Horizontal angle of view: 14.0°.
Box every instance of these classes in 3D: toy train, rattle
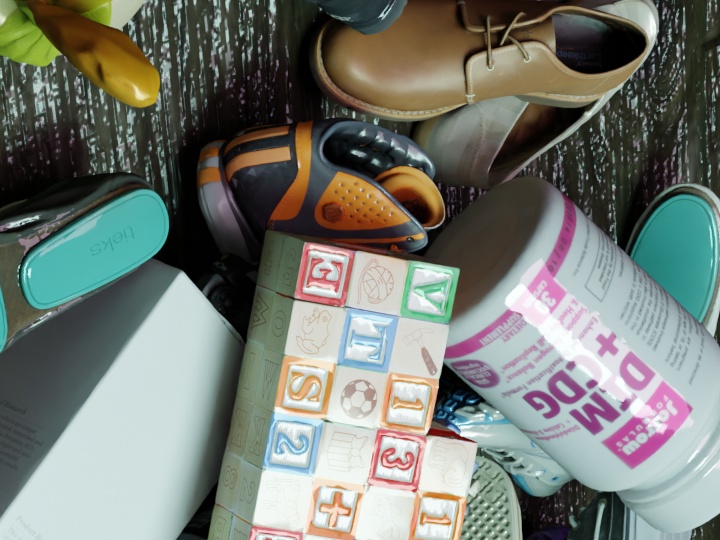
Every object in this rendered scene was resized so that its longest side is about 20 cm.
[{"bbox_3d":[-0.007,0.060,1.537,0.200,0.034,0.046,43,76,-21],"label":"toy train"},{"bbox_3d":[-0.099,-0.183,1.384,0.200,0.143,0.130,-45,113,-18],"label":"rattle"}]

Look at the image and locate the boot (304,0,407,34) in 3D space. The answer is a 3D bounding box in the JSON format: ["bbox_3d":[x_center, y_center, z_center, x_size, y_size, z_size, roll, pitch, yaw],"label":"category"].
[{"bbox_3d":[-0.008,-0.214,1.466,0.200,0.065,0.166,20,85,-68],"label":"boot"}]

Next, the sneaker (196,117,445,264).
[{"bbox_3d":[0.000,0.000,1.555,0.078,0.111,0.200,-85,154,-43],"label":"sneaker"}]

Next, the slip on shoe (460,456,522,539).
[{"bbox_3d":[0.064,0.207,1.662,0.061,0.074,0.201,81,9,-64],"label":"slip on shoe"}]

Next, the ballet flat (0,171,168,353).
[{"bbox_3d":[-0.182,0.006,1.409,0.200,0.068,0.068,-26,121,-38],"label":"ballet flat"}]

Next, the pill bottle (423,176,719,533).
[{"bbox_3d":[0.130,0.051,1.630,0.200,0.113,0.114,41,72,-23],"label":"pill bottle"}]

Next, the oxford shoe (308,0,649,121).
[{"bbox_3d":[0.067,-0.125,1.599,0.199,0.071,0.072,-5,83,-27],"label":"oxford shoe"}]

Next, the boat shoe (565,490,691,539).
[{"bbox_3d":[0.153,0.162,1.731,0.072,0.071,0.201,54,37,-48],"label":"boat shoe"}]

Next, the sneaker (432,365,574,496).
[{"bbox_3d":[0.100,0.097,1.741,0.199,0.075,0.087,-7,114,-45],"label":"sneaker"}]

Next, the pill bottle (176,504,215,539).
[{"bbox_3d":[-0.051,0.174,1.575,0.200,0.111,0.112,-32,125,-35],"label":"pill bottle"}]

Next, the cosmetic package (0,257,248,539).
[{"bbox_3d":[-0.143,0.097,1.476,0.200,0.081,0.113,-54,136,-20],"label":"cosmetic package"}]

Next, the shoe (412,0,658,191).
[{"bbox_3d":[0.114,-0.101,1.695,0.200,0.053,0.070,-37,127,-32],"label":"shoe"}]

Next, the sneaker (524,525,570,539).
[{"bbox_3d":[0.105,0.197,1.782,0.199,0.080,0.089,12,58,-32],"label":"sneaker"}]

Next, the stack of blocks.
[{"bbox_3d":[-0.005,0.089,1.482,0.115,0.059,0.201,9,93,-23],"label":"stack of blocks"}]

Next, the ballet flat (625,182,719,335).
[{"bbox_3d":[0.196,0.034,1.833,0.069,0.069,0.201,-14,118,-43],"label":"ballet flat"}]
